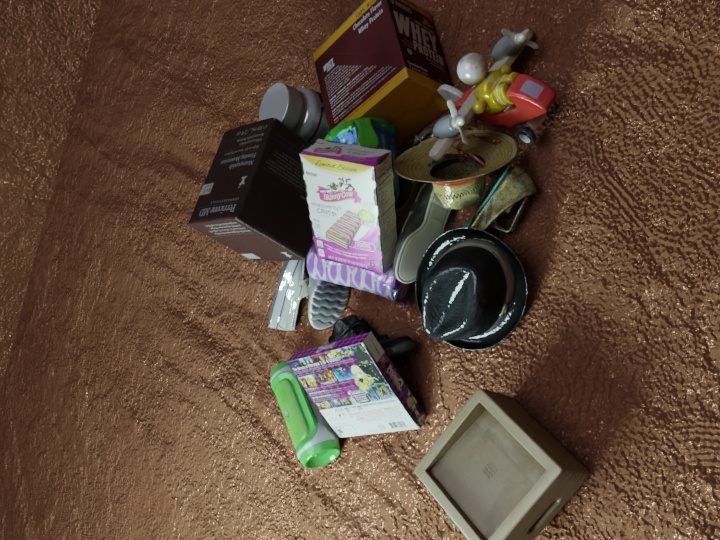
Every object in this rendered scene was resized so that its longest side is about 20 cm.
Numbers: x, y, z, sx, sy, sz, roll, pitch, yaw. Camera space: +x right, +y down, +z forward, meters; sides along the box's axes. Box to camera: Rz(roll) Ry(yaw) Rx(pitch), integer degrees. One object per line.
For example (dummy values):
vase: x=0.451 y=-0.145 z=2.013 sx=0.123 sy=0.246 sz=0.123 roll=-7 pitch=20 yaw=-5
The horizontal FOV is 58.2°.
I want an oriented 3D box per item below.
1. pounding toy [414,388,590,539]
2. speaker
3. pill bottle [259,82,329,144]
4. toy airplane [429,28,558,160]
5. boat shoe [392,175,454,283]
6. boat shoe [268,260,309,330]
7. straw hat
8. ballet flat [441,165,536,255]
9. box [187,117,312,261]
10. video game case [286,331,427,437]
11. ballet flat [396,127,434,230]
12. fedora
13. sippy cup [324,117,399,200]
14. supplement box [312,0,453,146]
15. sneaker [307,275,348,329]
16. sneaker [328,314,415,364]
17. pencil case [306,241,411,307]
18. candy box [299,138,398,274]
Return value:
pounding toy: x=0.182 y=0.291 z=0.911 sx=0.200 sy=0.142 sz=0.184 roll=-54 pitch=48 yaw=11
speaker: x=-0.108 y=0.271 z=1.239 sx=0.088 sy=0.088 sz=0.200 roll=-49 pitch=51 yaw=29
pill bottle: x=-0.086 y=-0.282 z=1.233 sx=0.109 sy=0.200 sz=0.110 roll=-12 pitch=74 yaw=45
toy airplane: x=0.184 y=-0.273 z=0.984 sx=0.199 sy=0.141 sz=0.200 roll=-24 pitch=43 yaw=26
boat shoe: x=0.103 y=-0.069 z=1.077 sx=0.057 sy=0.067 sz=0.200 roll=3 pitch=65 yaw=64
boat shoe: x=-0.132 y=0.033 z=1.324 sx=0.071 sy=0.070 sz=0.201 roll=-118 pitch=43 yaw=-71
straw hat: x=0.154 y=-0.143 z=1.009 sx=0.201 sy=0.201 sz=0.085 roll=25 pitch=137 yaw=46
ballet flat: x=0.196 y=-0.069 z=1.001 sx=0.200 sy=0.071 sz=0.071 roll=-53 pitch=49 yaw=29
box: x=-0.175 y=-0.140 z=1.179 sx=0.166 sy=0.164 sz=0.200 roll=-1 pitch=65 yaw=46
video game case: x=-0.010 y=0.202 z=1.109 sx=0.200 sy=0.036 sz=0.181 roll=-21 pitch=108 yaw=43
ballet flat: x=0.085 y=-0.159 z=1.142 sx=0.067 sy=0.046 sz=0.200 roll=44 pitch=115 yaw=42
fedora: x=0.146 y=0.038 z=0.962 sx=0.200 sy=0.092 sz=0.201 roll=12 pitch=111 yaw=32
sippy cup: x=0.010 y=-0.174 z=1.126 sx=0.139 sy=0.178 sz=0.131 roll=-24 pitch=63 yaw=27
supplement box: x=0.039 y=-0.349 z=1.163 sx=0.197 sy=0.133 sz=0.201 roll=-32 pitch=61 yaw=39
sneaker: x=-0.067 y=0.015 z=1.268 sx=0.082 sy=0.075 sz=0.201 roll=-3 pitch=76 yaw=64
sneaker: x=0.009 y=0.124 z=1.148 sx=0.199 sy=0.076 sz=0.115 roll=-25 pitch=71 yaw=47
pencil case: x=0.000 y=0.000 z=1.146 sx=0.200 sy=0.084 sz=0.086 roll=18 pitch=131 yaw=29
candy box: x=-0.015 y=-0.102 z=1.045 sx=0.136 sy=0.061 sz=0.200 roll=14 pitch=130 yaw=27
